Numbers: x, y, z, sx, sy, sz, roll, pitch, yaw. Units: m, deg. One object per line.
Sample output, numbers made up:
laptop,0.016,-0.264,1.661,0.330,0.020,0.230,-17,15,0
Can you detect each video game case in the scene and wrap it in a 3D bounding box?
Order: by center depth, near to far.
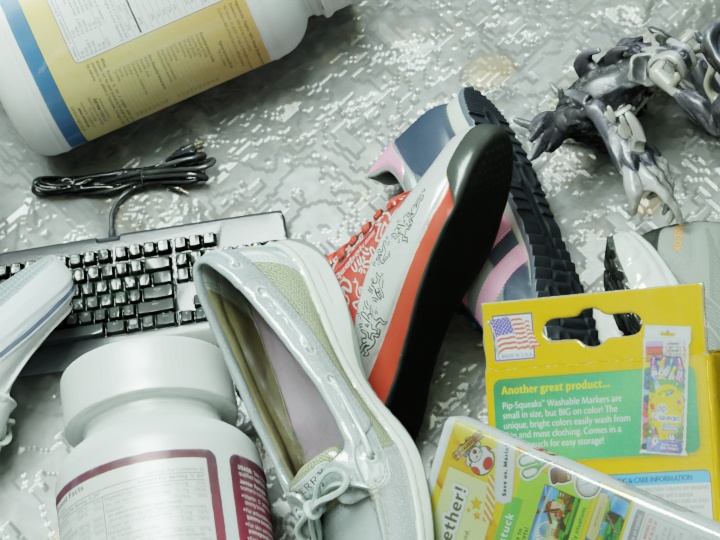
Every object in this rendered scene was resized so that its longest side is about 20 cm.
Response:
video game case,0.091,0.194,1.380,0.182,0.023,0.201,22,100,31

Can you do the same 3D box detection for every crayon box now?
crayon box,0.130,0.111,1.401,0.125,0.052,0.201,-6,87,32

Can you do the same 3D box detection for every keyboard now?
keyboard,-0.138,-0.009,1.586,0.199,0.021,0.128,-9,64,6

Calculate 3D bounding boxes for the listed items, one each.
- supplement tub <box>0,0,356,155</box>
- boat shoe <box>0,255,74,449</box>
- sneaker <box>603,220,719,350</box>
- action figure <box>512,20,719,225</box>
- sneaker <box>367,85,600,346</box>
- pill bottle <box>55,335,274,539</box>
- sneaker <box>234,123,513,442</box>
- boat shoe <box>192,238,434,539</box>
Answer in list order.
supplement tub,-0.117,-0.164,1.584,0.199,0.145,0.145,-24,63,0
boat shoe,-0.219,0.079,1.542,0.200,0.074,0.067,-42,104,0
sneaker,0.190,0.058,1.462,0.079,0.074,0.201,-17,64,-6
action figure,0.166,-0.081,1.505,0.119,0.200,0.102,-36,100,-33
sneaker,0.067,0.006,1.523,0.082,0.070,0.201,-30,63,22
pill bottle,-0.097,0.142,1.458,0.109,0.110,0.201,-12,63,6
sneaker,-0.001,0.001,1.488,0.108,0.067,0.202,29,110,27
boat shoe,-0.025,0.078,1.420,0.065,0.074,0.203,-5,68,-41
